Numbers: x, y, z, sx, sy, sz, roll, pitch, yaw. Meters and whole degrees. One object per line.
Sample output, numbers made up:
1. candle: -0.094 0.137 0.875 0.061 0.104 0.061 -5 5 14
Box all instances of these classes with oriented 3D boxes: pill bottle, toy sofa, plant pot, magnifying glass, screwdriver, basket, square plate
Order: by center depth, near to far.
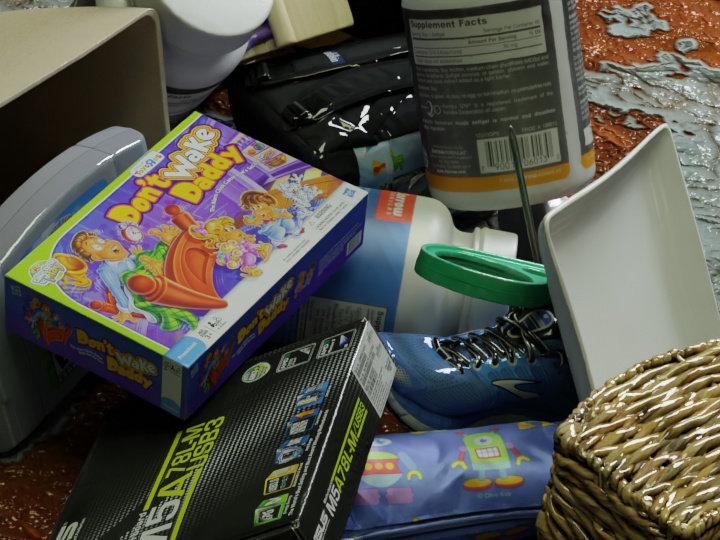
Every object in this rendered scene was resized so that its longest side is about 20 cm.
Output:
1. basket: 0.202 0.143 1.516 0.200 0.149 0.143 -21 41 -33
2. square plate: 0.173 0.029 1.627 0.028 0.199 0.200 -7 16 32
3. magnifying glass: 0.116 0.006 1.635 0.200 0.022 0.080 8 13 -44
4. screwdriver: 0.110 -0.019 1.681 0.029 0.200 0.028 9 47 31
5. plant pot: -0.252 -0.062 1.688 0.177 0.200 0.200 15 34 29
6. pill bottle: 0.000 0.000 1.701 0.199 0.112 0.112 8 35 1
7. pill bottle: 0.090 -0.148 1.719 0.116 0.200 0.116 -8 13 2
8. pill bottle: -0.146 -0.160 1.774 0.114 0.200 0.114 13 61 -25
9. toy sofa: -0.096 -0.191 1.887 0.097 0.083 0.200 -18 3 -25

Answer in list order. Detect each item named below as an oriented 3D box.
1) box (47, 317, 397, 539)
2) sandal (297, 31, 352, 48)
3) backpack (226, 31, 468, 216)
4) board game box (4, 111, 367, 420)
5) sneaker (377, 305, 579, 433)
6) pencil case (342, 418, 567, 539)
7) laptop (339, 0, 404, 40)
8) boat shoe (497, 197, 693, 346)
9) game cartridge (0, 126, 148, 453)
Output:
1. box: -0.086 0.125 1.481 0.193 0.048 0.200 -18 28 25
2. sandal: -0.031 -0.203 2.039 0.200 0.054 0.080 15 29 -16
3. backpack: 0.030 -0.104 1.846 0.200 0.154 0.163 -27 38 -16
4. board game box: -0.105 -0.007 1.576 0.134 0.045 0.200 25 45 20
5. sneaker: 0.081 0.054 1.608 0.200 0.089 0.079 7 37 -41
6. pencil case: 0.048 0.137 1.547 0.200 0.078 0.087 -5 32 -18
7. laptop: 0.053 -0.214 1.938 0.177 0.103 0.200 20 23 -10
8. boat shoe: 0.161 0.003 1.775 0.065 0.074 0.200 -7 48 -28
9. game cartridge: -0.189 0.004 1.613 0.040 0.134 0.200 12 44 31
